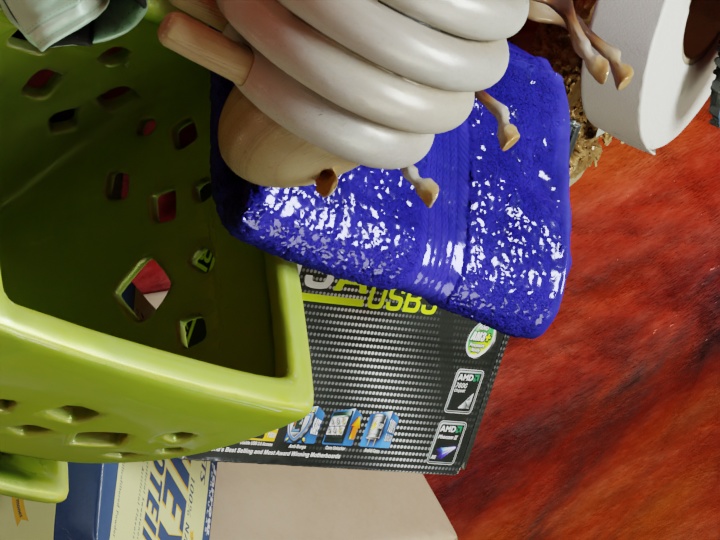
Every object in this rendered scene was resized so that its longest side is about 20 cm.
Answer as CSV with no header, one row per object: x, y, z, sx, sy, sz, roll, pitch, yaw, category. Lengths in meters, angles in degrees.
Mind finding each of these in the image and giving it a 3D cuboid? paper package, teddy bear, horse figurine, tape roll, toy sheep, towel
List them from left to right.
-0.073,0.115,1.703,0.190,0.201,0.104,-8,151,-43,paper package
0.004,-0.117,1.164,0.138,0.138,0.200,1,128,-52,toy sheep
0.019,-0.061,1.325,0.199,0.149,0.049,17,150,-40,towel
0.045,-0.116,1.288,0.200,0.133,0.050,-32,167,-33,horse figurine
0.118,-0.121,1.585,0.145,0.067,0.200,-46,157,-9,teddy bear
0.172,-0.159,1.491,0.203,0.037,0.203,-55,161,-29,tape roll

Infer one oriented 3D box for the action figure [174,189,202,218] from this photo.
-0.015,-0.050,1.554,0.193,0.105,0.200,-25,159,-31,action figure

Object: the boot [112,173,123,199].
-0.169,-0.014,1.514,0.075,0.074,0.200,4,152,-9,boot

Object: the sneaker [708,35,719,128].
0.240,-0.152,1.520,0.200,0.072,0.072,-57,162,-20,sneaker

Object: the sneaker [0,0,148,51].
-0.145,-0.151,1.142,0.074,0.119,0.200,-34,157,17,sneaker

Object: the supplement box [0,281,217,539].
-0.192,0.092,1.483,0.199,0.135,0.200,1,163,13,supplement box

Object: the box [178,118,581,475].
0.000,0.000,1.426,0.199,0.047,0.194,8,108,-44,box

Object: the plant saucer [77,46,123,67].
-0.047,-0.156,1.318,0.199,0.032,0.201,-12,147,-8,plant saucer

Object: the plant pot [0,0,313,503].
-0.159,-0.012,1.285,0.181,0.201,0.198,-27,150,35,plant pot
